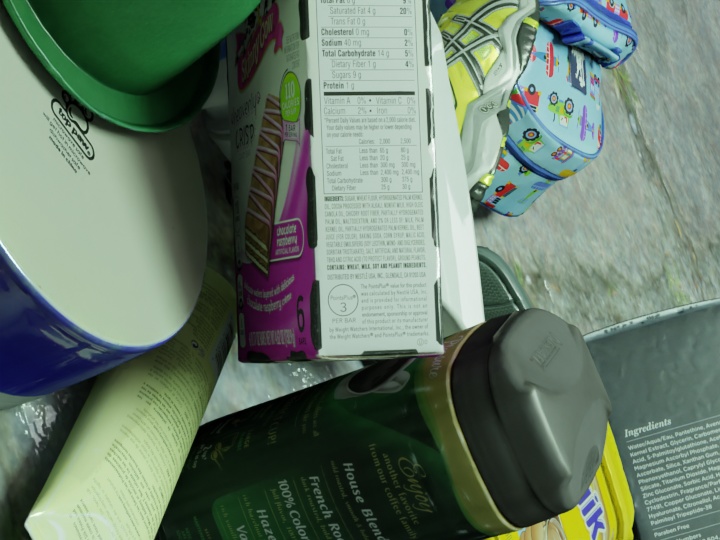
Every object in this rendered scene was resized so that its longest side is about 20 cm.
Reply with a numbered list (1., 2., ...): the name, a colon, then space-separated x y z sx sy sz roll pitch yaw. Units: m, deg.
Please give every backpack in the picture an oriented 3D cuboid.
1. backpack: 0.099 -0.145 1.500 0.182 0.134 0.202 26 51 -56

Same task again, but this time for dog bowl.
1. dog bowl: -0.148 -0.049 0.958 0.200 0.078 0.201 46 33 -42

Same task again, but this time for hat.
1. hat: -0.043 -0.156 0.939 0.165 0.175 0.201 34 45 -47

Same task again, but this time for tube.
1. tube: -0.100 0.072 1.008 0.058 0.052 0.201 28 37 -8

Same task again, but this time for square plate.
1. square plate: 0.022 -0.067 1.167 0.200 0.028 0.200 51 30 -67

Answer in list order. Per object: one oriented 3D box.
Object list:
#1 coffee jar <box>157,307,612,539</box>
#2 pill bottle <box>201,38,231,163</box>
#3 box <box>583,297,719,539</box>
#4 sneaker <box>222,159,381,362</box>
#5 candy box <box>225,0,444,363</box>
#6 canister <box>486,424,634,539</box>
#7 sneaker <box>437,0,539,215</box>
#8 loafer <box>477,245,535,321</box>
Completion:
1. coffee jar: 0.012 0.087 1.040 0.086 0.199 0.104 65 25 -9
2. pill bottle: -0.083 -0.150 1.132 0.200 0.112 0.113 54 28 -26
3. box: 0.205 0.133 1.473 0.148 0.104 0.202 98 -23 -80
4. sneaker: 0.000 0.000 1.240 0.200 0.080 0.087 35 46 -48
5. candy box: -0.015 -0.060 1.017 0.136 0.061 0.202 169 -81 -72
6. canister: 0.074 0.127 1.281 0.200 0.086 0.150 -32 104 -64
7. sneaker: 0.052 -0.114 1.340 0.076 0.076 0.201 22 46 -7
8. loafer: 0.108 0.075 1.424 0.201 0.071 0.063 67 18 -2
